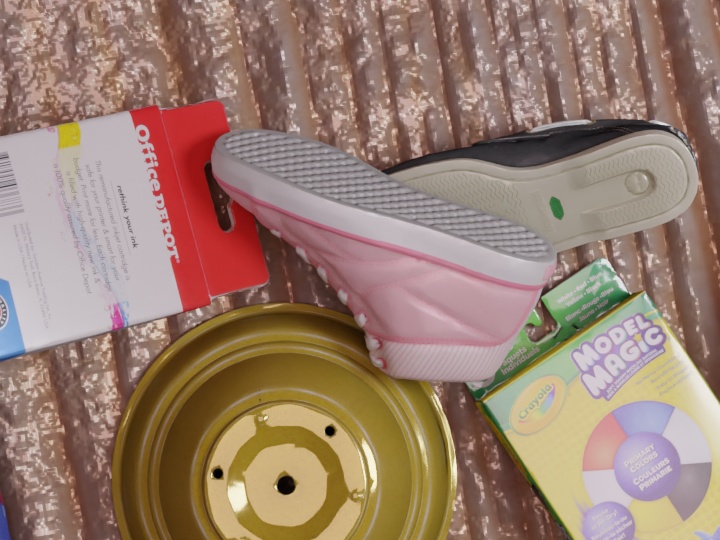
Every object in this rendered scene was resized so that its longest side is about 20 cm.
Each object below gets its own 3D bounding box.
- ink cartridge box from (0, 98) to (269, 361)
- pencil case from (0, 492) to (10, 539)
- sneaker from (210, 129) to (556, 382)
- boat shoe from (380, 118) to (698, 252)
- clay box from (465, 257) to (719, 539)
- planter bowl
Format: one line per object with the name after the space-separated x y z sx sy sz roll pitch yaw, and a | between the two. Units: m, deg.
-0.159 -0.020 1.247 0.199 0.067 0.117 -14 89 -34 | ink cartridge box
-0.241 0.126 1.258 0.086 0.078 0.201 -12 89 5 | pencil case
0.000 0.000 1.255 0.199 0.075 0.105 21 116 3 | sneaker
0.093 -0.046 1.290 0.199 0.068 0.072 -10 113 10 | boat shoe
0.152 0.103 1.290 0.115 0.048 0.201 -34 91 -4 | clay box
-0.042 0.118 1.264 0.199 0.083 0.202 0 89 -2 | planter bowl
